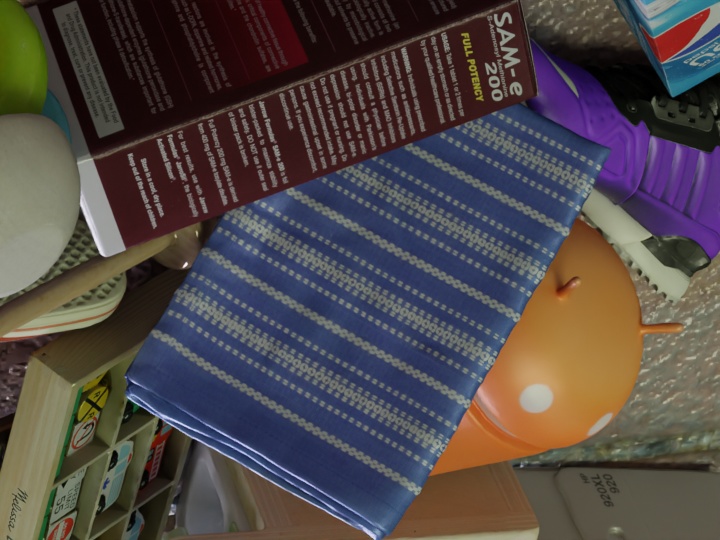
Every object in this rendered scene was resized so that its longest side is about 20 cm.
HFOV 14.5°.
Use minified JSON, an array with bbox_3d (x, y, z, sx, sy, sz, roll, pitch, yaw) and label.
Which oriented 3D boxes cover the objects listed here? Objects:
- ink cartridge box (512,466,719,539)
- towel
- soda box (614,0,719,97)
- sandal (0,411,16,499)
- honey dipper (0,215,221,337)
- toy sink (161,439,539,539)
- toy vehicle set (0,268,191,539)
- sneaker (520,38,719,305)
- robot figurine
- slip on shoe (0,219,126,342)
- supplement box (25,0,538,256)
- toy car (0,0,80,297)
[{"bbox_3d":[0.128,0.227,1.549,0.144,0.148,0.201,2,130,-25],"label":"ink cartridge box"},{"bbox_3d":[0.000,0.000,1.243,0.201,0.144,0.024,-60,164,-5],"label":"towel"},{"bbox_3d":[0.137,-0.136,1.206,0.064,0.068,0.200,-30,168,5],"label":"soda box"},{"bbox_3d":[-0.197,0.097,1.318,0.200,0.054,0.082,-21,141,-54],"label":"sandal"},{"bbox_3d":[-0.118,0.003,1.237,0.200,0.038,0.038,-33,151,-47],"label":"honey dipper"},{"bbox_3d":[-0.032,0.143,1.427,0.199,0.112,0.131,-2,131,-22],"label":"toy sink"},{"bbox_3d":[-0.127,0.096,1.354,0.124,0.026,0.201,-34,151,-46],"label":"toy vehicle set"},{"bbox_3d":[0.130,-0.071,1.337,0.099,0.070,0.200,-41,138,7],"label":"sneaker"},{"bbox_3d":[0.047,0.034,1.326,0.199,0.117,0.144,-15,109,40],"label":"robot figurine"},{"bbox_3d":[-0.204,0.013,1.266,0.199,0.074,0.061,-8,147,-13],"label":"slip on shoe"},{"bbox_3d":[-0.036,-0.092,1.209,0.199,0.109,0.061,-20,135,-3],"label":"supplement box"},{"bbox_3d":[-0.196,-0.027,1.121,0.200,0.175,0.150,-42,155,2],"label":"toy car"}]
